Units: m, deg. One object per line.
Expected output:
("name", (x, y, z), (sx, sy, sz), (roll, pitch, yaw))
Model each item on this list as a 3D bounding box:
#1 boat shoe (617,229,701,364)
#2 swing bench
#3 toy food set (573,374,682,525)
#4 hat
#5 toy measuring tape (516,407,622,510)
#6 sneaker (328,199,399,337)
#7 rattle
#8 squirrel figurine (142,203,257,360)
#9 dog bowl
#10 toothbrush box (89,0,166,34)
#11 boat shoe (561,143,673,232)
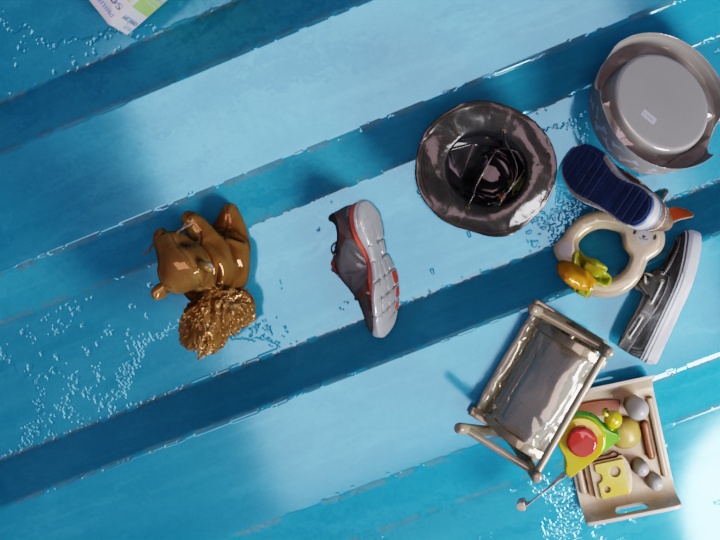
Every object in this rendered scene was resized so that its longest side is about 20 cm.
("boat shoe", (0.424, 0.031, 1.336), (0.070, 0.072, 0.201), (21, 91, 9))
("swing bench", (0.241, 0.156, 1.288), (0.129, 0.200, 0.200), (31, 96, 11))
("toy food set", (0.376, 0.261, 1.362), (0.142, 0.060, 0.202), (-13, 93, 4))
("hat", (0.174, -0.148, 1.336), (0.199, 0.081, 0.203), (0, 101, -2))
("toy measuring tape", (0.283, 0.257, 1.328), (0.200, 0.074, 0.074), (-42, 91, 15))
("sneaker", (0.000, 0.000, 1.371), (0.081, 0.077, 0.202), (-9, 93, 31))
("rattle", (0.365, -0.050, 1.300), (0.199, 0.143, 0.131), (-27, 61, 14))
("squirrel figurine", (-0.219, 0.016, 1.314), (0.141, 0.187, 0.201), (-22, 93, 4))
("dog bowl", (0.405, -0.223, 1.292), (0.198, 0.059, 0.202), (4, 74, -13))
("toothbrush box", (-0.315, -0.462, 1.336), (0.200, 0.086, 0.146), (-38, 91, 6))
("boat shoe", (0.352, -0.105, 1.295), (0.072, 0.200, 0.072), (22, 112, -35))
